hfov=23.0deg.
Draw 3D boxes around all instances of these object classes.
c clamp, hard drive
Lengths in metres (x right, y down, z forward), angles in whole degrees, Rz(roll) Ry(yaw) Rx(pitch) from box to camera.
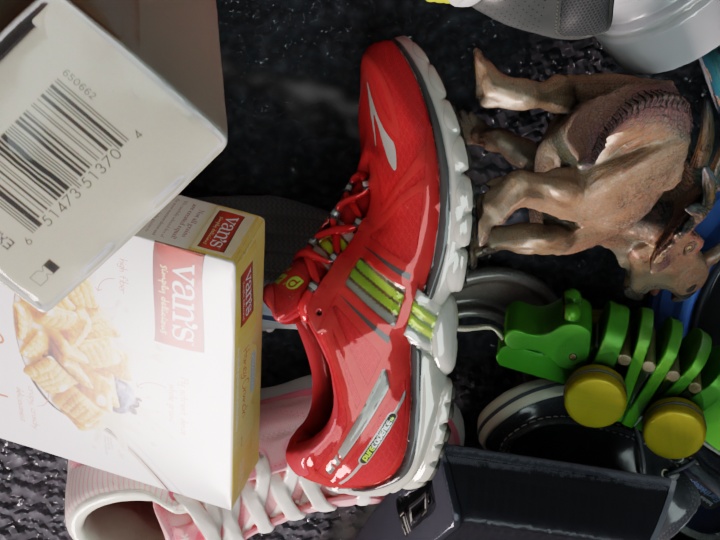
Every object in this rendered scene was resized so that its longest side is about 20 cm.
[{"bbox_3d":[0.037,0.091,0.919,0.169,0.027,0.202,-9,122,-2],"label":"c clamp"},{"bbox_3d":[0.065,0.153,0.887,0.133,0.043,0.200,10,147,-13],"label":"hard drive"}]

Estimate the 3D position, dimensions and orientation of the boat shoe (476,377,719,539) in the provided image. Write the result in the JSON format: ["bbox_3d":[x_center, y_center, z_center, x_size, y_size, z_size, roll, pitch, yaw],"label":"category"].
[{"bbox_3d":[0.143,0.110,0.907,0.199,0.063,0.075,28,124,-31],"label":"boat shoe"}]

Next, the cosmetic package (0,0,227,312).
[{"bbox_3d":[-0.118,-0.089,0.692,0.103,0.201,0.087,-42,116,16],"label":"cosmetic package"}]

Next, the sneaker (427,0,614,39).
[{"bbox_3d":[0.098,-0.169,0.626,0.084,0.075,0.200,23,120,-28],"label":"sneaker"}]

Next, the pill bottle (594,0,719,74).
[{"bbox_3d":[0.084,-0.180,0.715,0.112,0.113,0.200,-36,118,14],"label":"pill bottle"}]

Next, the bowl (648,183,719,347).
[{"bbox_3d":[0.248,0.018,0.897,0.198,0.039,0.202,-4,121,-6],"label":"bowl"}]

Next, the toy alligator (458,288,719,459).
[{"bbox_3d":[0.112,0.035,0.846,0.198,0.059,0.055,22,123,-5],"label":"toy alligator"}]

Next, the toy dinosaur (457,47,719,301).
[{"bbox_3d":[0.114,-0.048,0.773,0.134,0.200,0.087,-2,77,-1],"label":"toy dinosaur"}]

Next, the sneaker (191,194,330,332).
[{"bbox_3d":[-0.074,0.008,0.838,0.198,0.073,0.071,8,129,-2],"label":"sneaker"}]

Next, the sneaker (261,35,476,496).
[{"bbox_3d":[0.000,0.000,0.761,0.084,0.077,0.202,1,97,-13],"label":"sneaker"}]

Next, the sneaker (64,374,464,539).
[{"bbox_3d":[-0.049,0.105,0.854,0.198,0.105,0.076,0,124,4],"label":"sneaker"}]

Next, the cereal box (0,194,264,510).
[{"bbox_3d":[-0.139,0.018,0.777,0.198,0.040,0.145,15,130,14],"label":"cereal box"}]

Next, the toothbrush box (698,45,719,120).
[{"bbox_3d":[0.233,-0.079,0.737,0.145,0.200,0.086,-23,105,5],"label":"toothbrush box"}]
